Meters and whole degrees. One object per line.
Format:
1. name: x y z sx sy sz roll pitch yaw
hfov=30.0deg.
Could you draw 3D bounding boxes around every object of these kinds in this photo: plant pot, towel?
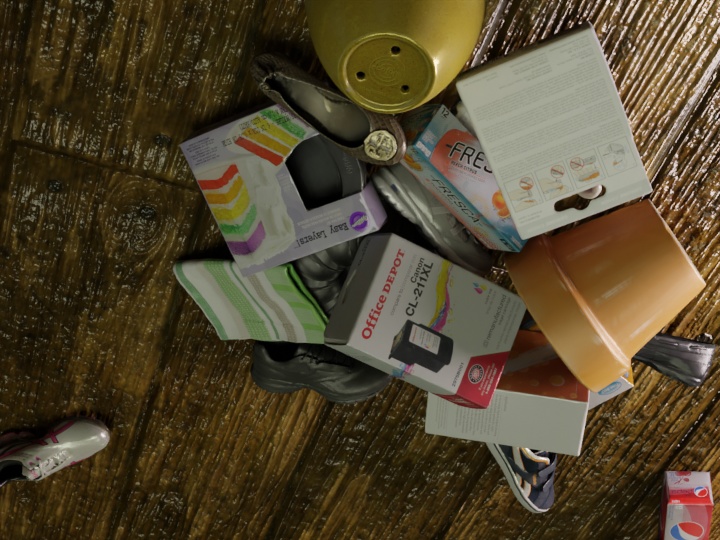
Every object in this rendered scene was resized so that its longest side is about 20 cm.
1. plant pot: 0.033 -0.247 1.415 0.200 0.142 0.200 3 134 3
2. plant pot: 0.303 0.014 1.614 0.183 0.200 0.200 -35 123 12
3. towel: -0.138 0.043 1.735 0.200 0.031 0.149 2 139 39

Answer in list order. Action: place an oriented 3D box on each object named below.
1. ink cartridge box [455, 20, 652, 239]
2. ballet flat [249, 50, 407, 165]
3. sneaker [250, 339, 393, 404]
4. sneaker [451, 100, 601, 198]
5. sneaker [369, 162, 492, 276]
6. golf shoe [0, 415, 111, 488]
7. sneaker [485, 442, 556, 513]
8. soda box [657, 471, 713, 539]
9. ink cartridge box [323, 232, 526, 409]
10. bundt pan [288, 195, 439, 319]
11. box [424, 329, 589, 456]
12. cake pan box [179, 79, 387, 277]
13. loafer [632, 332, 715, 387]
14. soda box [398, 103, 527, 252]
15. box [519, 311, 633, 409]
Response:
1. ink cartridge box: 0.215 -0.154 1.491 0.160 0.047 0.200 -21 108 13
2. ballet flat: -0.038 -0.178 1.485 0.200 0.046 0.067 35 114 2
3. sneaker: -0.053 0.126 1.820 0.200 0.076 0.091 2 140 3
4. sneaker: 0.196 -0.139 1.538 0.200 0.087 0.075 19 135 -9
5. sneaker: 0.103 -0.069 1.618 0.082 0.075 0.200 -46 118 1
6. golf shoe: -0.462 0.278 2.003 0.200 0.092 0.073 -17 128 19
7. sneaker: 0.250 0.276 1.930 0.079 0.078 0.200 -15 129 27
8. soda box: 0.486 0.387 2.020 0.070 0.063 0.200 -1 133 7
9. ink cartridge box: 0.077 0.061 1.599 0.200 0.146 0.083 25 171 -19
10. bundt pan: 0.000 0.000 1.700 0.202 0.076 0.202 4 134 4
11. box: 0.192 0.149 1.731 0.200 0.124 0.098 8 128 6
12. cake pan box: -0.086 -0.106 1.581 0.200 0.052 0.184 -17 107 21
13. loafer: 0.368 0.085 1.753 0.200 0.068 0.070 24 95 -7
14. soda box: 0.122 -0.106 1.557 0.200 0.064 0.068 42 164 -28
15. box: 0.275 0.130 1.816 0.119 0.042 0.200 -34 119 32
